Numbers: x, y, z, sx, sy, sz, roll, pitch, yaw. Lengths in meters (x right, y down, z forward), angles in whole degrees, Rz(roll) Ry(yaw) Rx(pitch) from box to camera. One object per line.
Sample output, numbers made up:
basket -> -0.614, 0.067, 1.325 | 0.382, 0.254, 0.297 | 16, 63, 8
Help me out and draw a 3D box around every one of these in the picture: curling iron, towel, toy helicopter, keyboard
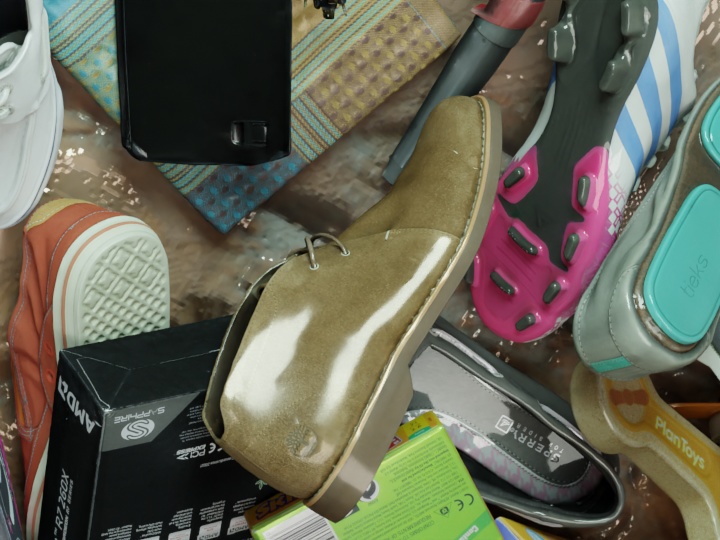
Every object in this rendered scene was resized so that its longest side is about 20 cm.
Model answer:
curling iron -> 0.056, -0.113, 1.091 | 0.050, 0.026, 0.200 | -1, 138, -36
towel -> -0.068, -0.129, 1.084 | 0.147, 0.022, 0.200 | -39, 117, 4
toy helicopter -> 0.166, 0.092, 1.182 | 0.079, 0.132, 0.200 | -18, 135, 39
keyboard -> -0.050, -0.140, 1.061 | 0.104, 0.040, 0.200 | 5, 115, 8

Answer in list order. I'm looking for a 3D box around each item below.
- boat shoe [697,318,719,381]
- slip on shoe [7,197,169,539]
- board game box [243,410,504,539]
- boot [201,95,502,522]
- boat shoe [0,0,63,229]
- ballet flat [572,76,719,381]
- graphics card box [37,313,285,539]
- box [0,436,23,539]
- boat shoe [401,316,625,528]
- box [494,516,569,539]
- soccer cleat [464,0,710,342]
boat shoe -> 0.208, 0.052, 1.146 | 0.062, 0.200, 0.073 | -46, 160, 19
slip on shoe -> -0.124, 0.054, 1.129 | 0.074, 0.061, 0.200 | -22, 133, -34
board game box -> 0.035, 0.167, 1.132 | 0.095, 0.030, 0.200 | -29, 110, -2
boot -> 0.000, 0.000, 1.061 | 0.075, 0.074, 0.200 | 29, 67, -9
boat shoe -> -0.162, -0.094, 1.034 | 0.073, 0.065, 0.200 | 0, 124, 2
ballet flat -> 0.149, -0.029, 1.119 | 0.067, 0.064, 0.200 | 46, 53, -12
graphics card box -> -0.079, 0.114, 1.126 | 0.125, 0.051, 0.200 | -11, 131, -28
box -> -0.224, 0.068, 1.076 | 0.132, 0.115, 0.200 | -16, 116, -6
boat shoe -> 0.039, 0.061, 1.163 | 0.200, 0.057, 0.067 | 27, 96, -18
box -> 0.096, 0.192, 1.215 | 0.200, 0.041, 0.119 | 21, 104, -42
soccer cleat -> 0.111, -0.055, 1.134 | 0.086, 0.070, 0.200 | -14, 133, -43
